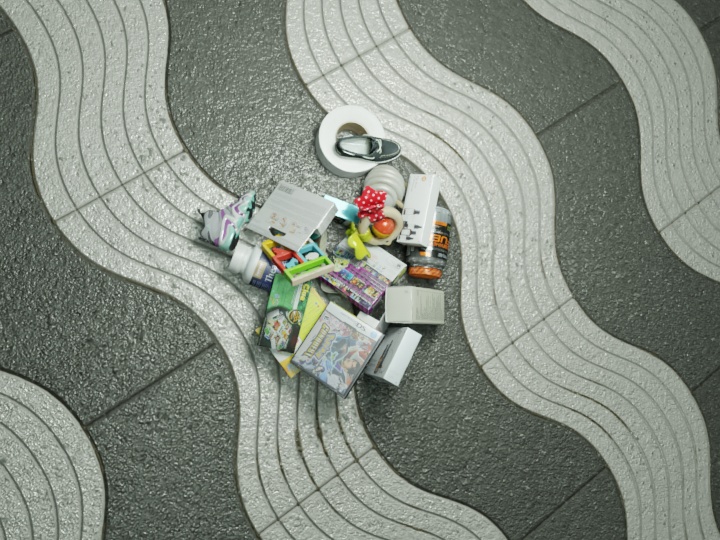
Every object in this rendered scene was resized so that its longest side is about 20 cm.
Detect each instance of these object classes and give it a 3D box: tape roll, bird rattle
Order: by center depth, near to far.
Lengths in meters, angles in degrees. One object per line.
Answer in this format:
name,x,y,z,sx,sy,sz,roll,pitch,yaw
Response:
bird rattle,0.041,-0.134,1.655,0.163,0.113,0.200,6,123,-28
tape roll,-0.030,-0.377,1.764,0.202,0.071,0.203,2,84,-14

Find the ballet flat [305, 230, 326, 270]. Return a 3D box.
ballet flat,-0.125,-0.067,1.696,0.067,0.062,0.201,-14,47,20

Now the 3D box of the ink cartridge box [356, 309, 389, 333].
ink cartridge box,0.006,0.193,1.687,0.068,0.116,0.200,28,77,18

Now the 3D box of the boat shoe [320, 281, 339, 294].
boat shoe,-0.018,0.032,1.737,0.199,0.057,0.067,-17,70,-11

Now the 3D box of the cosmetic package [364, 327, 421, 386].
cosmetic package,0.087,0.235,1.665,0.052,0.200,0.151,31,77,-10

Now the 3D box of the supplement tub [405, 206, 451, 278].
supplement tub,0.199,-0.081,1.764,0.122,0.122,0.201,8,83,-13

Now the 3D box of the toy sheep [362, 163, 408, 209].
toy sheep,0.069,-0.231,1.740,0.137,0.138,0.200,21,43,-11

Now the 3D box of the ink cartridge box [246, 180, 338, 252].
ink cartridge box,-0.189,-0.143,1.655,0.200,0.045,0.176,25,72,29

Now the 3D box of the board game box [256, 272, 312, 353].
board game box,-0.202,0.114,1.602,0.104,0.023,0.201,15,94,-9

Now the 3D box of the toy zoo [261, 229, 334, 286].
toy zoo,-0.176,-0.046,1.603,0.131,0.021,0.200,-22,50,-29

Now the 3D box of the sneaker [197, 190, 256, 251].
sneaker,-0.381,-0.157,1.655,0.139,0.078,0.200,18,59,7

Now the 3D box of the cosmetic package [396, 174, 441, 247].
cosmetic package,0.166,-0.171,1.700,0.051,0.082,0.201,20,80,-57

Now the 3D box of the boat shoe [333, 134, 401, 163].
boat shoe,0.026,-0.348,1.707,0.199,0.060,0.076,-6,86,-14

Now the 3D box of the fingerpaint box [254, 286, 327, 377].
fingerpaint box,-0.167,0.171,1.674,0.200,0.073,0.167,-38,93,-13

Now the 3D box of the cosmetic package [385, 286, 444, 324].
cosmetic package,0.157,0.101,1.697,0.200,0.087,0.104,12,78,-57

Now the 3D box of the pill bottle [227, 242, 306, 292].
pill bottle,-0.256,-0.002,1.649,0.199,0.111,0.111,21,80,-11

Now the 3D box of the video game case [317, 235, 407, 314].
video game case,0.000,0.000,1.697,0.200,0.036,0.181,34,66,18

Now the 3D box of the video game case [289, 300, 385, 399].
video game case,-0.061,0.211,1.611,0.180,0.026,0.200,31,78,13

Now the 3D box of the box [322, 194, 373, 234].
box,-0.026,-0.156,1.737,0.199,0.082,0.049,19,81,-11
